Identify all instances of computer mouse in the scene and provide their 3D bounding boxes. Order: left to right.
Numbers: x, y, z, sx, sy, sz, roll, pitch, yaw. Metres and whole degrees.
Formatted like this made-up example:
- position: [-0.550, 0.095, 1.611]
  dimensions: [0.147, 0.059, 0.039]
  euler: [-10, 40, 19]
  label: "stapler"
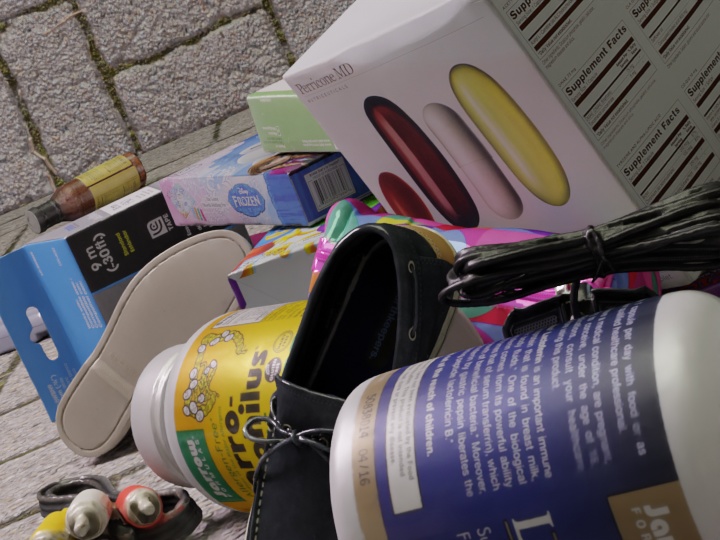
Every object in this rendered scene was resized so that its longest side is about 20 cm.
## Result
- position: [0.124, 0.019, 0.678]
  dimensions: [0.140, 0.200, 0.046]
  euler: [-14, 57, 17]
  label: "computer mouse"

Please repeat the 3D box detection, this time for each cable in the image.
- position: [-0.152, 0.134, 0.961]
  dimensions: [0.097, 0.051, 0.200]
  euler: [-22, 13, -10]
  label: "cable"

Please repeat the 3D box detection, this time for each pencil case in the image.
- position: [0.065, 0.011, 0.872]
  dimensions: [0.199, 0.089, 0.088]
  euler: [8, 29, 34]
  label: "pencil case"

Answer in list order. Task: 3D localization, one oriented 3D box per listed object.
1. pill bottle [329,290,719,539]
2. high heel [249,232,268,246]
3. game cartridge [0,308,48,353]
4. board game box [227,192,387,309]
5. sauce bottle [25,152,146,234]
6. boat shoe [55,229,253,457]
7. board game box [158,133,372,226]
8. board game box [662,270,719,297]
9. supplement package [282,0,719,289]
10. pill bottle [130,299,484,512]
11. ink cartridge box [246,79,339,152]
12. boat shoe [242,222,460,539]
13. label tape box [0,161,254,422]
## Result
- position: [0.098, 0.073, 0.609]
  dimensions: [0.199, 0.116, 0.116]
  euler: [-18, 13, 25]
  label: "pill bottle"
- position: [-0.132, 0.015, 1.391]
  dimensions: [0.200, 0.068, 0.096]
  euler: [-16, 11, -40]
  label: "high heel"
- position: [-0.354, 0.040, 1.767]
  dimensions: [0.133, 0.041, 0.200]
  euler: [-23, 12, 22]
  label: "game cartridge"
- position: [0.000, 0.000, 1.122]
  dimensions: [0.105, 0.103, 0.200]
  euler: [-19, 13, 19]
  label: "board game box"
- position: [-0.423, -0.117, 2.476]
  dimensions: [0.200, 0.066, 0.066]
  euler: [-29, 13, -32]
  label: "sauce bottle"
- position: [-0.138, 0.048, 1.139]
  dimensions: [0.200, 0.073, 0.063]
  euler: [-50, -11, 15]
  label: "boat shoe"
- position: [-0.018, -0.090, 1.182]
  dimensions: [0.200, 0.044, 0.199]
  euler: [-29, 15, -29]
  label: "board game box"
- position: [0.217, -0.004, 0.926]
  dimensions: [0.199, 0.032, 0.120]
  euler: [-21, 17, 9]
  label: "board game box"
- position: [0.103, -0.098, 0.933]
  dimensions: [0.147, 0.200, 0.191]
  euler: [-49, 19, -31]
  label: "supplement package"
- position: [-0.034, 0.073, 0.858]
  dimensions: [0.200, 0.113, 0.113]
  euler: [-9, 19, 48]
  label: "pill bottle"
- position: [0.041, -0.140, 1.104]
  dimensions: [0.200, 0.048, 0.145]
  euler: [-31, 21, -33]
  label: "ink cartridge box"
- position: [-0.012, 0.070, 0.711]
  dimensions: [0.074, 0.201, 0.062]
  euler: [17, -6, 31]
  label: "boat shoe"
- position: [-0.177, 0.021, 1.267]
  dimensions: [0.199, 0.145, 0.063]
  euler: [-27, 15, -14]
  label: "label tape box"
